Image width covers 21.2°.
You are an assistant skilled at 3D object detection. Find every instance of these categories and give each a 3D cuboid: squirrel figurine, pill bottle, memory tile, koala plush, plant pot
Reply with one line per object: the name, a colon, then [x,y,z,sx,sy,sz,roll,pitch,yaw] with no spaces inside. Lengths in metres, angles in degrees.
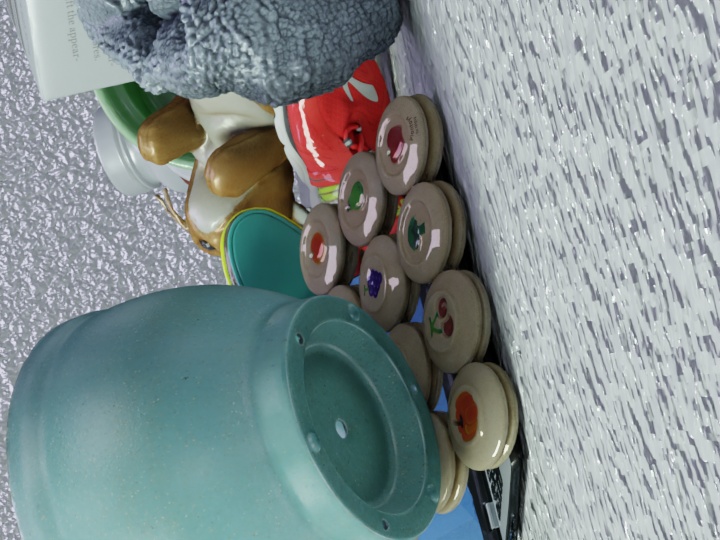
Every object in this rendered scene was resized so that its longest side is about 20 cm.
squirrel figurine: [-0.066,-0.111,1.284,0.201,0.140,0.188,-59,-28,-45]
pill bottle: [-0.126,-0.134,1.661,0.112,0.198,0.113,-17,-90,-72]
memory tile: [0.018,0.029,0.964,0.153,0.017,0.202,-50,47,50]
koala plush: [-0.065,-0.203,0.981,0.184,0.176,0.202,-129,25,-56]
plant pot: [-0.047,0.090,0.895,0.200,0.133,0.202,39,-142,-39]

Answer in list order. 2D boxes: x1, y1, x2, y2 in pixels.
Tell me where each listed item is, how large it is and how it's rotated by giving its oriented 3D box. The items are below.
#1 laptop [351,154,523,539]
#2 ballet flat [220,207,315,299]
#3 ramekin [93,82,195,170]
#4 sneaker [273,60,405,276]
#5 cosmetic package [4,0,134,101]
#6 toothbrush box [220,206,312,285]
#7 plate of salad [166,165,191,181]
laptop: [0.007,0.063,1.009,0.200,0.115,0.189,84,172,-64]
ballet flat: [-0.014,0.049,1.161,0.200,0.067,0.067,46,167,7]
ramekin: [-0.107,-0.175,1.479,0.098,0.198,0.202,-1,-101,-86]
sneaker: [0.007,-0.052,1.156,0.085,0.077,0.202,36,147,56]
cosmetic package: [-0.123,-0.230,1.150,0.165,0.198,0.166,-121,21,-47]
toothbrush box: [-0.028,0.059,1.474,0.146,0.085,0.202,4,-108,-70]
plate of salad: [-0.110,-0.168,1.566,0.048,0.199,0.202,6,-110,-63]
